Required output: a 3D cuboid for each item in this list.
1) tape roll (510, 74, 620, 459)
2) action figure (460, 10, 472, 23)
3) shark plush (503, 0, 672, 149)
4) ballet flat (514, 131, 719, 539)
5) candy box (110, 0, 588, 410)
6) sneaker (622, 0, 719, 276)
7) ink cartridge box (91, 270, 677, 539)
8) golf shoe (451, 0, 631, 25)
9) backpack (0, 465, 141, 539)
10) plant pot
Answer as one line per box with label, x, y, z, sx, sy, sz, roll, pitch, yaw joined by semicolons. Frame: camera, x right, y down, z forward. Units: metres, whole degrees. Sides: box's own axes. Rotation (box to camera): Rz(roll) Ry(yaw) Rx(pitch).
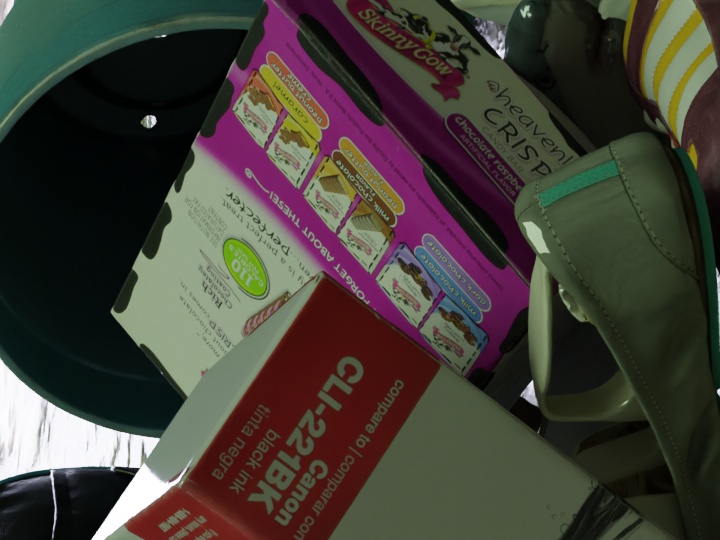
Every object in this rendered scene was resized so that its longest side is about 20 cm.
tape roll;0.045;0.015;0.970;0.203;0.037;0.204;41;146;36
action figure;0.025;-0.068;1.172;0.118;0.054;0.201;124;142;-48
shark plush;0.066;-0.045;0.999;0.200;0.083;0.092;136;141;-66
ballet flat;0.088;0.043;0.817;0.068;0.063;0.201;-109;0;-51
candy box;0.000;0.000;0.910;0.137;0.061;0.200;49;143;12
sneaker;0.128;-0.055;0.852;0.090;0.074;0.201;128;151;-53
ink cartridge box;0.026;0.107;0.833;0.084;0.199;0.144;-56;6;-22
golf shoe;0.053;-0.148;1.053;0.200;0.091;0.076;-123;41;-62
backpack;-0.102;0.173;1.137;0.200;0.174;0.154;-92;10;-62
plant pot;-0.075;-0.064;1.122;0.188;0.199;0.201;-106;29;-54
